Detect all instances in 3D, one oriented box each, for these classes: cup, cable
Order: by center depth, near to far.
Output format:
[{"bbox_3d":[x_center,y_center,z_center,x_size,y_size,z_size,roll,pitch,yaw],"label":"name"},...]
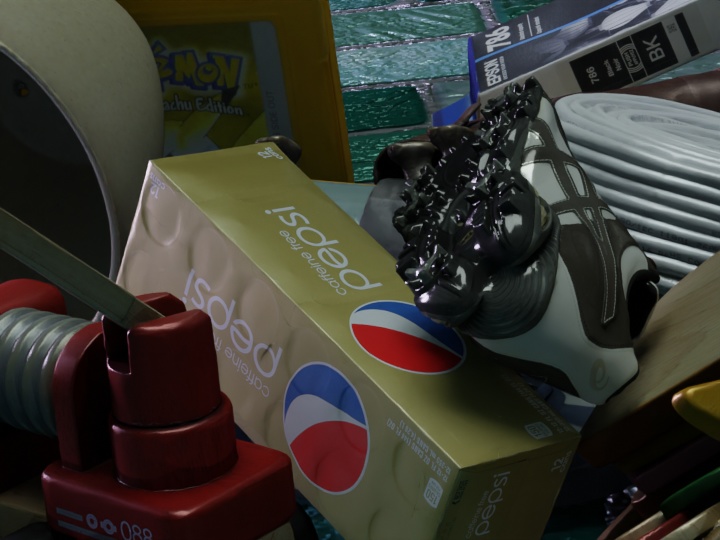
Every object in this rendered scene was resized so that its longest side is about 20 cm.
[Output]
[{"bbox_3d":[0.172,-0.026,1.166,0.200,0.070,0.200,23,14,40],"label":"cable"},{"bbox_3d":[-0.171,-0.067,1.211,0.200,0.201,0.143,4,31,25],"label":"cup"}]

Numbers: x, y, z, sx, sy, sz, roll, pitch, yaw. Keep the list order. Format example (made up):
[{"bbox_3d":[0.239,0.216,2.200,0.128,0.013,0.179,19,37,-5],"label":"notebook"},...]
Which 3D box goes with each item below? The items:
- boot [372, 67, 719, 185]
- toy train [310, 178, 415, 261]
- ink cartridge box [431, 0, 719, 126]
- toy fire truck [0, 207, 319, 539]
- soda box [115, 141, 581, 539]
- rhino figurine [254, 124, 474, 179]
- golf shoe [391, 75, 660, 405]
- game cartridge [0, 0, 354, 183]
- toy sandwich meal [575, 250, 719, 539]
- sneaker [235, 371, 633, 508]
[{"bbox_3d":[0.127,-0.060,1.308,0.199,0.073,0.166,-7,3,39],"label":"boot"},{"bbox_3d":[0.000,0.000,1.127,0.199,0.086,0.114,7,-19,32],"label":"toy train"},{"bbox_3d":[0.124,-0.126,1.462,0.199,0.039,0.100,-25,23,9],"label":"ink cartridge box"},{"bbox_3d":[-0.120,0.039,0.935,0.176,0.201,0.128,13,26,40],"label":"toy fire truck"},{"bbox_3d":[-0.010,0.033,0.970,0.064,0.068,0.200,-12,43,-40],"label":"soda box"},{"bbox_3d":[-0.040,-0.019,1.255,0.199,0.088,0.060,-4,-10,7],"label":"rhino figurine"},{"bbox_3d":[0.066,-0.007,0.976,0.078,0.094,0.200,-44,12,20],"label":"golf shoe"},{"bbox_3d":[-0.098,-0.093,1.296,0.176,0.201,0.032,-2,35,10],"label":"game cartridge"},{"bbox_3d":[0.127,0.050,0.906,0.205,0.070,0.205,-41,1,1],"label":"toy sandwich meal"},{"bbox_3d":[0.020,0.050,1.044,0.199,0.082,0.070,2,21,18],"label":"sneaker"}]
